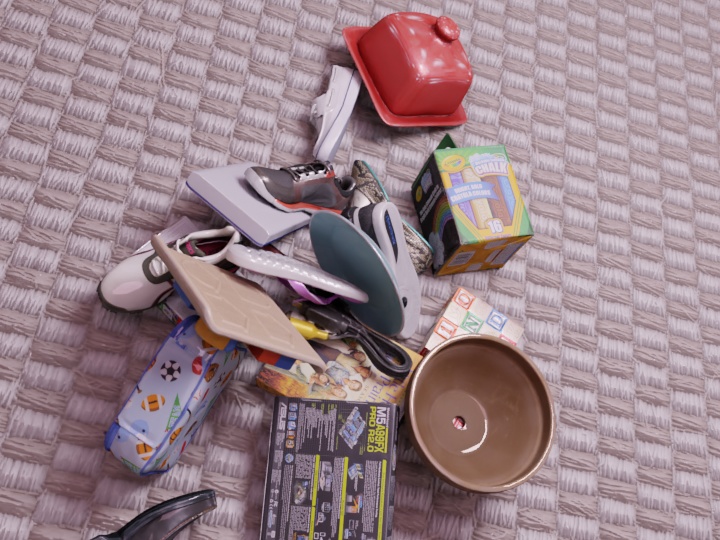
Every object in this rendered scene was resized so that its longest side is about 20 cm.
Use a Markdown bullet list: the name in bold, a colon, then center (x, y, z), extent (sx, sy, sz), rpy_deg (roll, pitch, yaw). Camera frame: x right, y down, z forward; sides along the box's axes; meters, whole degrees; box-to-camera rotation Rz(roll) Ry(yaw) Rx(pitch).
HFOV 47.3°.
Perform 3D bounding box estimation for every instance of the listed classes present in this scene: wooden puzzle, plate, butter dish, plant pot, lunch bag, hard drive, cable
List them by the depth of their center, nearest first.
- **wooden puzzle**: center (-0.152, 0.050, 0.979), extent (0.046, 0.200, 0.185), rpy_deg (-52, 45, 7)
- **lunch bag**: center (-0.222, 0.155, 0.996), extent (0.075, 0.160, 0.201), rpy_deg (33, 83, 8)
- **plant pot**: center (0.144, 0.190, 1.066), extent (0.199, 0.093, 0.203), rpy_deg (6, 67, -14)
- **cable**: center (-0.020, 0.084, 1.112), extent (0.199, 0.051, 0.097), rpy_deg (29, 34, 3)
- **plate**: center (0.000, 0.000, 1.117), extent (0.025, 0.200, 0.201), rpy_deg (-33, 78, -22)
- **hard drive**: center (-0.147, -0.098, 1.145), extent (0.132, 0.025, 0.200), rpy_deg (39, 18, 4)
- **butter dish**: center (0.102, -0.344, 1.316), extent (0.199, 0.148, 0.201), rpy_deg (-9, 68, -39)

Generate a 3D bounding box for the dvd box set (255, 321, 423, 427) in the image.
- **dvd box set**: center (-0.021, 0.140, 1.110), extent (0.199, 0.029, 0.147), rpy_deg (28, 65, 16)

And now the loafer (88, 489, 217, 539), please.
- **loafer**: center (-0.256, 0.327, 0.976), extent (0.199, 0.073, 0.073), rpy_deg (-25, 83, -15)

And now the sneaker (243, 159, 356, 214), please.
- **sneaker**: center (-0.081, -0.131, 1.174), extent (0.199, 0.082, 0.077), rpy_deg (9, 33, -53)

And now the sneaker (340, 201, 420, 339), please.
- **sneaker**: center (0.018, 0.001, 1.202), extent (0.073, 0.111, 0.202), rpy_deg (-25, 108, -50)

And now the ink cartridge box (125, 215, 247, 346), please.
- **ink cartridge box**: center (-0.216, 0.033, 1.128), extent (0.200, 0.050, 0.109), rpy_deg (45, 62, 6)

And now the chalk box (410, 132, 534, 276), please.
- **chalk box**: center (0.161, -0.111, 1.258), extent (0.123, 0.125, 0.202), rpy_deg (-6, 69, -18)

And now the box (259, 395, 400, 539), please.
- **box**: center (-0.037, 0.262, 1.023), extent (0.159, 0.044, 0.202), rpy_deg (1, 76, 10)

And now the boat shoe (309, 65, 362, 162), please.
- **boat shoe**: center (-0.049, -0.245, 1.296), extent (0.065, 0.074, 0.201), rpy_deg (19, 52, -2)

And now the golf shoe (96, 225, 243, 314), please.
- **golf shoe**: center (-0.245, -0.011, 1.062), extent (0.199, 0.088, 0.078), rpy_deg (-24, 76, -23)

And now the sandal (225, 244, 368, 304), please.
- **sandal**: center (-0.086, 0.016, 1.080), extent (0.201, 0.082, 0.050), rpy_deg (20, 98, -21)

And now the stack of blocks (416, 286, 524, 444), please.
- **stack of blocks**: center (0.137, 0.138, 1.173), extent (0.115, 0.059, 0.201), rpy_deg (32, 62, 1)

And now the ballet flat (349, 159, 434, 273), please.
- **ballet flat**: center (0.029, -0.075, 1.240), extent (0.075, 0.068, 0.201), rpy_deg (-34, 82, -17)

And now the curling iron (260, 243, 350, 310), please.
- **curling iron**: center (-0.089, -0.010, 1.189), extent (0.200, 0.026, 0.050), rpy_deg (45, 100, 8)
